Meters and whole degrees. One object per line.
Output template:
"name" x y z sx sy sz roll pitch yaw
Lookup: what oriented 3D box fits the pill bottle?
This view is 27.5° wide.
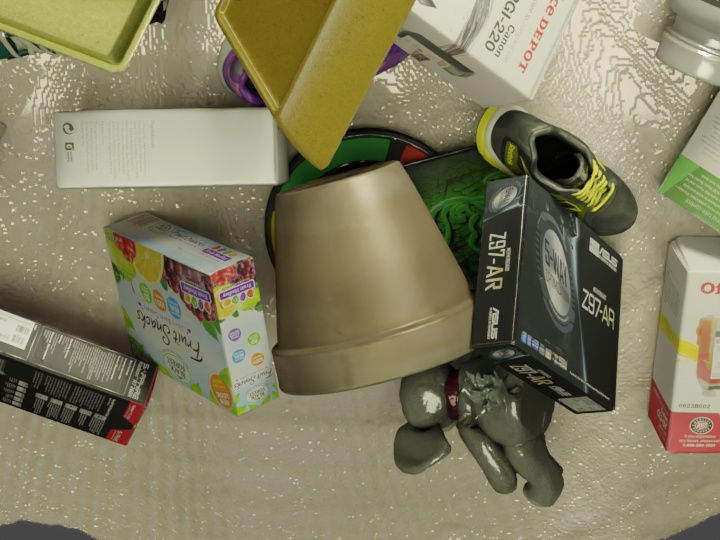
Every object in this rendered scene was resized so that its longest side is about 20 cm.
"pill bottle" 0.336 -0.267 1.295 0.110 0.111 0.200 17 111 -8

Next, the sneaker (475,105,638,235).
"sneaker" 0.192 -0.082 1.362 0.200 0.085 0.075 29 92 -31

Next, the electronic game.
"electronic game" 0.007 -0.041 1.422 0.199 0.042 0.200 0 113 -1

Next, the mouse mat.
"mouse mat" 0.096 -0.038 1.411 0.200 0.008 0.161 -16 113 -4

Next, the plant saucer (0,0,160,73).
"plant saucer" -0.252 -0.271 1.260 0.200 0.048 0.200 21 69 4

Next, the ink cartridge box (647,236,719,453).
"ink cartridge box" 0.372 0.075 1.454 0.145 0.083 0.200 1 112 -2

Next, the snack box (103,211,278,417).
"snack box" -0.160 0.037 1.373 0.053 0.200 0.143 -24 117 -30

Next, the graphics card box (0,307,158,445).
"graphics card box" -0.305 0.100 1.438 0.200 0.051 0.125 20 151 -9

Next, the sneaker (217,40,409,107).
"sneaker" -0.034 -0.193 1.332 0.200 0.089 0.081 -17 111 5

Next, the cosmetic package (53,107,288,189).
"cosmetic package" -0.169 -0.111 1.344 0.199 0.101 0.071 -1 94 4

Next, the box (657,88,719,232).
"box" 0.387 -0.119 1.362 0.144 0.036 0.200 37 110 21

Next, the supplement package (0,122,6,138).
"supplement package" -0.434 -0.083 1.310 0.152 0.200 0.151 34 108 -15

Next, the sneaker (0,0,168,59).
"sneaker" -0.264 -0.223 1.308 0.200 0.080 0.071 -20 145 7

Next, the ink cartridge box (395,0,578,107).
"ink cartridge box" 0.085 -0.252 1.262 0.200 0.085 0.146 32 77 -28

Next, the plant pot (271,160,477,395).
"plant pot" 0.000 0.000 1.322 0.200 0.200 0.174 -16 97 5

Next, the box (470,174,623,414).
"box" 0.175 0.027 1.350 0.043 0.161 0.200 -8 153 34

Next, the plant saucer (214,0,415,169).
"plant saucer" -0.051 -0.219 1.203 0.048 0.200 0.200 -2 136 -36

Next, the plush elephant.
"plush elephant" 0.109 0.130 1.444 0.200 0.155 0.165 27 72 -50
